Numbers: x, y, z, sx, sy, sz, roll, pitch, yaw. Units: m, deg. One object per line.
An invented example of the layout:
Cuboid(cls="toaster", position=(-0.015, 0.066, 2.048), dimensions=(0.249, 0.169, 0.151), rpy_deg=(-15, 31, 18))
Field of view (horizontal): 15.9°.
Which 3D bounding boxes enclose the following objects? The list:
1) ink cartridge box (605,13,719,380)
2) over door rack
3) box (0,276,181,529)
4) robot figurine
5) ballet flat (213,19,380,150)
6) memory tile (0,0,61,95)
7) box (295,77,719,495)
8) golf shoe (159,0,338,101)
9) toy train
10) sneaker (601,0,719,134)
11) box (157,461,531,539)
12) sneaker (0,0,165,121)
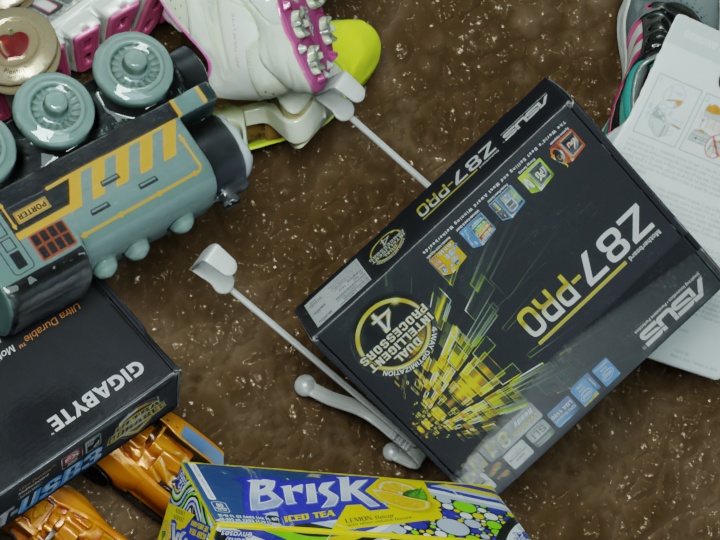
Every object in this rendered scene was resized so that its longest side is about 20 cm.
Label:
Cuboid(cls="ink cartridge box", position=(0.193, -0.046, 1.551), dimensions=(0.160, 0.047, 0.201), rpy_deg=(18, 103, -32))
Cuboid(cls="over door rack", position=(0.000, 0.000, 1.531), dimensions=(0.200, 0.067, 0.148), rpy_deg=(45, 67, -26))
Cuboid(cls="box", position=(-0.236, 0.050, 1.428), dimensions=(0.200, 0.050, 0.199), rpy_deg=(-34, 66, -21))
Cuboid(cls="robot figurine", position=(-0.111, 0.155, 1.473), dimensions=(0.200, 0.058, 0.145), rpy_deg=(37, 66, -6))
Cuboid(cls="ballet flat", position=(-0.067, -0.092, 1.535), dimensions=(0.199, 0.067, 0.067), rpy_deg=(-20, 127, -18))
Cuboid(cls="memory tile", position=(-0.278, -0.151, 1.465), dimensions=(0.199, 0.017, 0.154), rpy_deg=(-14, 66, -2))
Cuboid(cls="box", position=(0.087, 0.014, 1.477), dimensions=(0.200, 0.049, 0.161), rpy_deg=(-42, 119, 3))
Cuboid(cls="golf shoe", position=(-0.087, -0.182, 1.458), dimensions=(0.201, 0.091, 0.075), rpy_deg=(68, 26, -18))
Cuboid(cls="toy train", position=(-0.155, -0.049, 1.426), dimensions=(0.200, 0.085, 0.114), rpy_deg=(-30, 78, -25))
Cuboid(cls="sneaker", position=(0.199, -0.128, 1.603), dimensions=(0.083, 0.121, 0.201), rpy_deg=(19, 73, -13))
Cuboid(cls="box", position=(-0.008, 0.156, 1.433), dimensions=(0.199, 0.070, 0.065), rpy_deg=(7, 113, -26))
Cuboid(cls="sneaker", position=(-0.202, -0.152, 1.509), dimensions=(0.199, 0.074, 0.088), rpy_deg=(-30, 75, -15))
